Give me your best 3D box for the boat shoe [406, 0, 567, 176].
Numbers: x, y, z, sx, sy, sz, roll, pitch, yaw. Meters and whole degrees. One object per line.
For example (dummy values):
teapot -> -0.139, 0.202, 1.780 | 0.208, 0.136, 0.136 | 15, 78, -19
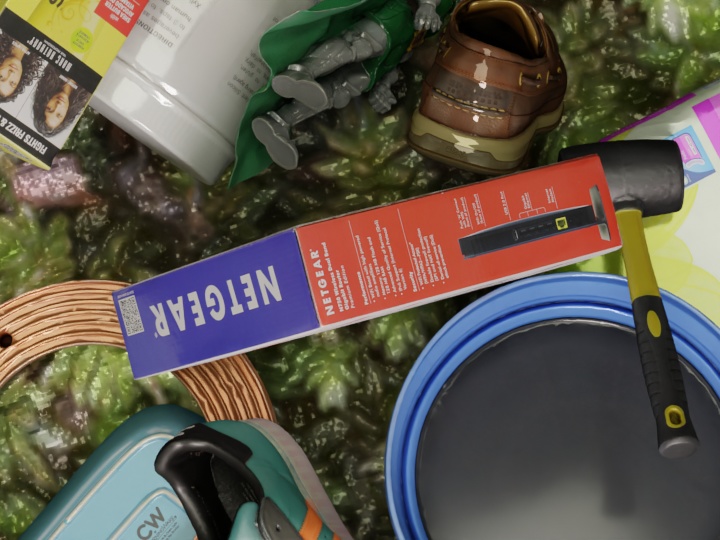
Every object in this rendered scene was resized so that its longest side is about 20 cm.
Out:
boat shoe -> 0.074, -0.108, 1.250 | 0.072, 0.200, 0.068 | 17, 111, 6

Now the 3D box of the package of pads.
package of pads -> 0.180, 0.015, 1.305 | 0.154, 0.068, 0.200 | -27, 85, -2

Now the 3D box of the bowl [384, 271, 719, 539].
bowl -> 0.112, 0.101, 1.228 | 0.200, 0.039, 0.201 | 0, 75, 0

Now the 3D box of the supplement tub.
supplement tub -> -0.072, -0.162, 1.290 | 0.132, 0.132, 0.200 | 36, 87, 3

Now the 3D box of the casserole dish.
casserole dish -> -0.124, 0.164, 1.313 | 0.121, 0.039, 0.200 | 41, 86, 3

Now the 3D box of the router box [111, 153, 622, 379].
router box -> 0.000, 0.000, 1.211 | 0.179, 0.200, 0.049 | -14, 88, -33

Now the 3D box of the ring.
ring -> -0.141, 0.105, 1.290 | 0.200, 0.019, 0.201 | 0, 85, 2

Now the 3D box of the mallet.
mallet -> 0.150, 0.009, 1.206 | 0.066, 0.041, 0.200 | -10, 48, -7

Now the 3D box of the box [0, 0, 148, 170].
box -> -0.137, -0.155, 1.194 | 0.075, 0.050, 0.200 | 37, 79, -40

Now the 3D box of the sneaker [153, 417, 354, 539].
sneaker -> -0.033, 0.155, 1.204 | 0.200, 0.080, 0.071 | 49, 116, 26

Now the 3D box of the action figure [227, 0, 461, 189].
action figure -> 0.009, -0.121, 1.275 | 0.055, 0.200, 0.118 | 37, 131, 9
